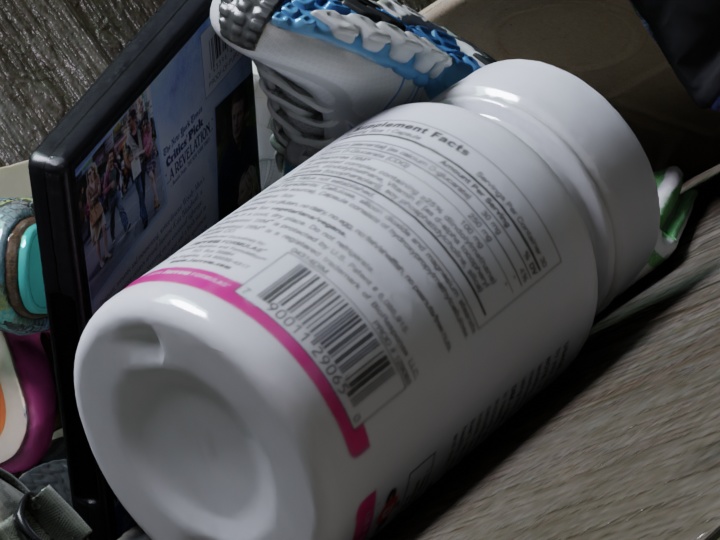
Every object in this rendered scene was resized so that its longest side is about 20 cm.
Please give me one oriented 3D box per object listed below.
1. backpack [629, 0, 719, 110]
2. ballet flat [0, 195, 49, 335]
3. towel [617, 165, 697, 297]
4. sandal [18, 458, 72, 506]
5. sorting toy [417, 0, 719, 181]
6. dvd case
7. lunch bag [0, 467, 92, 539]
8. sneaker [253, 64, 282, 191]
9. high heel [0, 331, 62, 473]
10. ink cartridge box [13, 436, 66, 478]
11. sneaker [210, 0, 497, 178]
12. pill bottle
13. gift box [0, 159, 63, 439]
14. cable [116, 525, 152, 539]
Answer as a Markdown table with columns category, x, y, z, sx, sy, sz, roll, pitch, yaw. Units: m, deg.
| category | x | y | z | sx | sy | sz | roll | pitch | yaw |
| --- | --- | --- | --- | --- | --- | --- | --- | --- | --- |
| backpack | 0.191 | -0.138 | 0.975 | 0.200 | 0.154 | 0.191 | -26 | 15 | 28 |
| ballet flat | -0.127 | -0.006 | 1.220 | 0.074 | 0.074 | 0.200 | -34 | -16 | 18 |
| towel | 0.047 | 0.028 | 1.138 | 0.200 | 0.023 | 0.153 | -34 | 4 | 14 |
| sandal | -0.124 | 0.126 | 1.042 | 0.048 | 0.075 | 0.200 | -53 | -6 | 28 |
| sorting toy | 0.095 | -0.084 | 1.192 | 0.185 | 0.037 | 0.200 | 16 | -32 | -31 |
| dvd case | -0.072 | 0.005 | 1.015 | 0.018 | 0.200 | 0.143 | 13 | 39 | 19 |
| lunch bag | -0.184 | 0.140 | 0.809 | 0.200 | 0.139 | 0.168 | -32 | 5 | 32 |
| sneaker | -0.077 | -0.038 | 1.186 | 0.075 | 0.100 | 0.200 | -17 | 16 | 20 |
| high heel | -0.137 | 0.054 | 1.249 | 0.067 | 0.096 | 0.200 | -69 | 21 | 9 |
| ink cartridge box | -0.195 | 0.144 | 1.202 | 0.175 | 0.084 | 0.200 | -18 | 6 | 7 |
| sneaker | -0.007 | -0.059 | 1.036 | 0.087 | 0.075 | 0.200 | -57 | -24 | 8 |
| pill bottle | 0.009 | 0.012 | 0.948 | 0.200 | 0.113 | 0.113 | -37 | 4 | -39 |
| gift box | -0.153 | 0.041 | 1.474 | 0.200 | 0.187 | 0.185 | -19 | -2 | -27 |
| cable | -0.050 | 0.067 | 1.035 | 0.200 | 0.050 | 0.097 | -50 | -20 | -15 |
